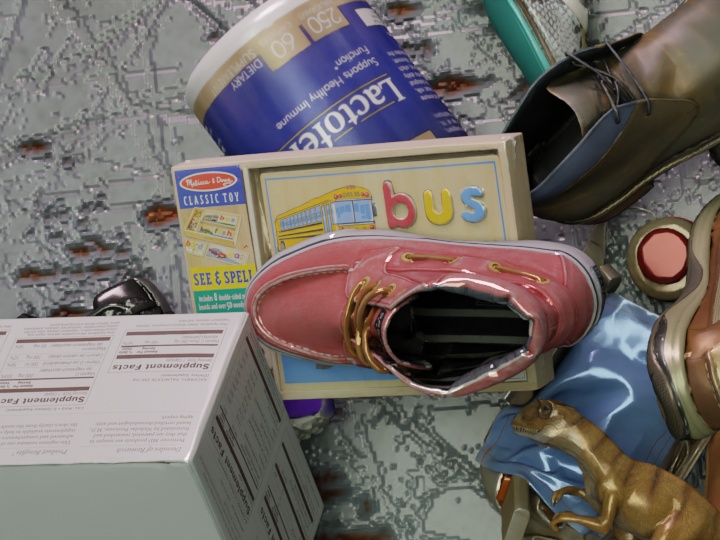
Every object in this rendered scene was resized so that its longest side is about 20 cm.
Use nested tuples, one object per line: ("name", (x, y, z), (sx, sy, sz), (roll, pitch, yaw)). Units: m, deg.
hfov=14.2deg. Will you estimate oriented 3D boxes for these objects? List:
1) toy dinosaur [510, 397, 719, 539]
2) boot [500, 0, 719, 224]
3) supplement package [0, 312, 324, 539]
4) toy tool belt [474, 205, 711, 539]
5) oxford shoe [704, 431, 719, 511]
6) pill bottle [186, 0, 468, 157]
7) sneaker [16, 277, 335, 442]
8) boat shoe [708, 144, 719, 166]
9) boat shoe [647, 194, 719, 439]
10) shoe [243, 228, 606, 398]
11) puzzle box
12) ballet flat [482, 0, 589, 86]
("toy dinosaur", (0.163, 0.135, 1.476), (0.200, 0.060, 0.106), (29, 90, -11))
("boot", (0.150, -0.093, 1.511), (0.200, 0.097, 0.075), (-47, 69, 25))
("supplement package", (-0.143, 0.116, 1.540), (0.199, 0.156, 0.111), (-2, 43, 21))
("toy tool belt", (0.130, 0.060, 1.549), (0.125, 0.123, 0.200), (26, 91, 13))
("oxford shoe", (0.225, 0.080, 1.558), (0.071, 0.071, 0.200), (20, 86, 35))
("pill bottle", (0.004, -0.053, 1.590), (0.116, 0.116, 0.200), (-39, 80, 7))
("sneaker", (-0.113, 0.053, 1.631), (0.200, 0.070, 0.100), (0, 83, 12))
("boat shoe", (0.220, -0.156, 1.576), (0.074, 0.076, 0.201), (-3, 93, 7))
("boat shoe", (0.209, 0.019, 1.496), (0.074, 0.200, 0.076), (-13, 117, 28))
("shoe", (0.016, 0.021, 1.452), (0.200, 0.091, 0.072), (-1, 101, 26))
("puzzle box", (0.000, 0.000, 1.522), (0.200, 0.025, 0.133), (-4, 100, 27))
("ballet flat", (0.084, -0.174, 1.607), (0.072, 0.072, 0.200), (-39, 80, 7))
